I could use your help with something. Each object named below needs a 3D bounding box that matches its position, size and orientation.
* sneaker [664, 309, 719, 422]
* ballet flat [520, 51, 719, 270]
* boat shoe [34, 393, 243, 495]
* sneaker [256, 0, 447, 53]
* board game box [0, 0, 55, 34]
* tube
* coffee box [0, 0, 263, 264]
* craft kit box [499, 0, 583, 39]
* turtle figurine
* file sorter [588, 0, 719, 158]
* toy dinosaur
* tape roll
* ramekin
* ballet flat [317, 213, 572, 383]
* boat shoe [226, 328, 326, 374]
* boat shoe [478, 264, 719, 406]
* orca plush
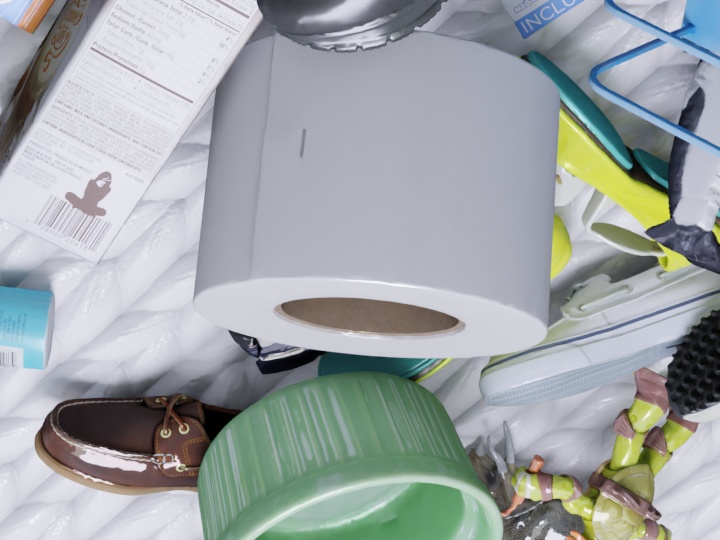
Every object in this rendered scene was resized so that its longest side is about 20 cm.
[{"bbox_3d":[0.294,0.043,1.034,0.093,0.071,0.200,33,113,-34],"label":"sneaker"},{"bbox_3d":[0.155,-0.059,1.011,0.199,0.067,0.067,32,114,-30],"label":"ballet flat"},{"bbox_3d":[-0.121,0.115,1.100,0.199,0.071,0.071,11,130,-27],"label":"boat shoe"},{"bbox_3d":[0.036,-0.179,0.790,0.199,0.076,0.091,-23,140,6],"label":"sneaker"},{"bbox_3d":[-0.174,-0.233,0.871,0.103,0.020,0.200,29,116,-24],"label":"board game box"},{"bbox_3d":[-0.299,0.029,1.026,0.198,0.051,0.078,7,120,-8],"label":"tube"},{"bbox_3d":[-0.131,-0.120,0.901,0.079,0.115,0.200,27,116,-22],"label":"coffee box"},{"bbox_3d":[0.123,-0.261,0.886,0.199,0.049,0.198,-31,127,13],"label":"craft kit box"},{"bbox_3d":[0.179,0.148,1.130,0.199,0.064,0.162,30,87,-31],"label":"turtle figurine"},{"bbox_3d":[0.212,-0.173,0.824,0.122,0.138,0.201,-26,136,-37],"label":"file sorter"},{"bbox_3d":[0.155,0.203,1.203,0.199,0.077,0.102,24,126,-20],"label":"toy dinosaur"},{"bbox_3d":[0.011,-0.037,0.901,0.201,0.140,0.203,5,166,1],"label":"tape roll"},{"bbox_3d":[-0.014,0.157,1.052,0.198,0.098,0.201,-12,140,-10],"label":"ramekin"},{"bbox_3d":[0.062,0.030,1.077,0.200,0.067,0.067,-38,151,16],"label":"ballet flat"},{"bbox_3d":[0.000,0.000,1.046,0.199,0.075,0.093,-23,161,-9],"label":"boat shoe"},{"bbox_3d":[0.170,0.036,1.095,0.198,0.067,0.074,-16,159,-6],"label":"boat shoe"},{"bbox_3d":[0.246,-0.094,0.989,0.104,0.071,0.202,12,84,18],"label":"orca plush"}]
